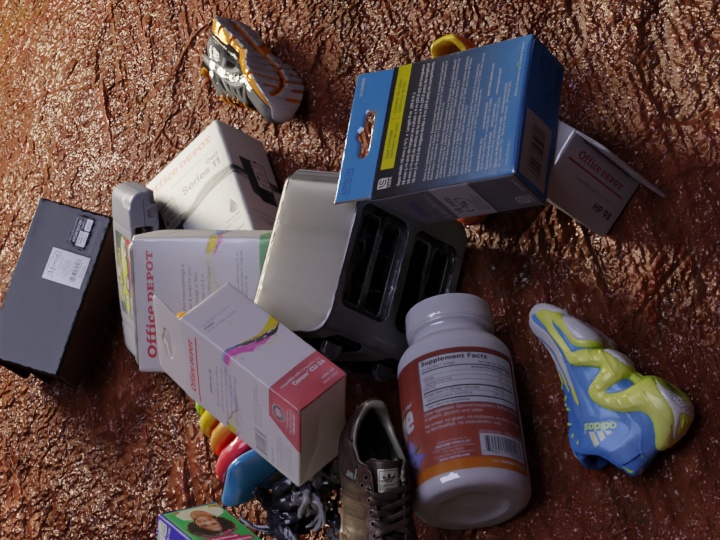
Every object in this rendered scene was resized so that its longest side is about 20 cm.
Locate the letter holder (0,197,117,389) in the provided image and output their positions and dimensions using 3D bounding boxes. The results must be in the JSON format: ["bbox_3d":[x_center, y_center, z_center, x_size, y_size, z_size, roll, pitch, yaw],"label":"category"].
[{"bbox_3d":[-0.354,0.037,2.131,0.100,0.142,0.202,15,78,14],"label":"letter holder"}]

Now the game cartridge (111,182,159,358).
[{"bbox_3d":[-0.250,0.005,1.989,0.133,0.040,0.202,-149,54,-74],"label":"game cartridge"}]

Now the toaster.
[{"bbox_3d":[0.000,0.000,1.738,0.118,0.180,0.202,5,75,42],"label":"toaster"}]

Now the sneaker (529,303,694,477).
[{"bbox_3d":[0.200,0.110,1.566,0.200,0.075,0.106,39,98,46],"label":"sneaker"}]

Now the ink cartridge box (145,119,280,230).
[{"bbox_3d":[-0.160,-0.047,1.983,0.146,0.083,0.201,-41,47,22],"label":"ink cartridge box"}]

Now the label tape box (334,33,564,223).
[{"bbox_3d":[0.082,-0.124,1.627,0.198,0.063,0.146,-8,60,37],"label":"label tape box"}]

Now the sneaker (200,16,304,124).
[{"bbox_3d":[-0.129,-0.220,2.058,0.078,0.078,0.200,-60,38,21],"label":"sneaker"}]

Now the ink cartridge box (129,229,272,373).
[{"bbox_3d":[-0.135,0.032,1.840,0.198,0.087,0.147,0,96,22],"label":"ink cartridge box"}]

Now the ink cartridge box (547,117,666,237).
[{"bbox_3d":[0.181,-0.103,1.662,0.067,0.115,0.200,-56,43,4],"label":"ink cartridge box"}]

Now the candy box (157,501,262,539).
[{"bbox_3d":[-0.122,0.345,1.705,0.199,0.076,0.171,27,119,47],"label":"candy box"}]

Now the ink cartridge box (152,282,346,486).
[{"bbox_3d":[-0.105,0.095,1.651,0.199,0.117,0.067,36,56,27],"label":"ink cartridge box"}]

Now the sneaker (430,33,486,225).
[{"bbox_3d":[0.096,-0.142,1.789,0.073,0.077,0.202,-19,67,35],"label":"sneaker"}]

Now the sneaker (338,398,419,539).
[{"bbox_3d":[0.014,0.207,1.560,0.076,0.070,0.201,101,160,-51],"label":"sneaker"}]

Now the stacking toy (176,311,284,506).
[{"bbox_3d":[-0.131,0.123,1.759,0.109,0.116,0.201,-27,69,-21],"label":"stacking toy"}]

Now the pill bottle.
[{"bbox_3d":[0.092,0.128,1.634,0.112,0.112,0.202,-28,52,31],"label":"pill bottle"}]

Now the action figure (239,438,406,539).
[{"bbox_3d":[-0.025,0.228,1.696,0.199,0.119,0.103,-32,45,21],"label":"action figure"}]
